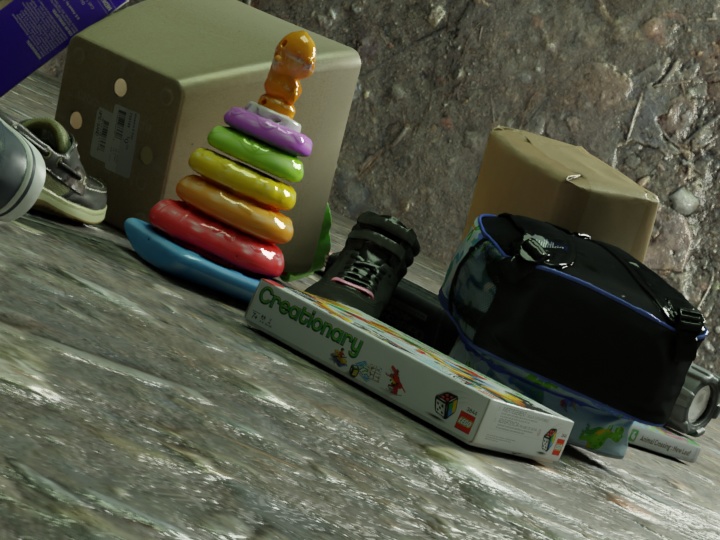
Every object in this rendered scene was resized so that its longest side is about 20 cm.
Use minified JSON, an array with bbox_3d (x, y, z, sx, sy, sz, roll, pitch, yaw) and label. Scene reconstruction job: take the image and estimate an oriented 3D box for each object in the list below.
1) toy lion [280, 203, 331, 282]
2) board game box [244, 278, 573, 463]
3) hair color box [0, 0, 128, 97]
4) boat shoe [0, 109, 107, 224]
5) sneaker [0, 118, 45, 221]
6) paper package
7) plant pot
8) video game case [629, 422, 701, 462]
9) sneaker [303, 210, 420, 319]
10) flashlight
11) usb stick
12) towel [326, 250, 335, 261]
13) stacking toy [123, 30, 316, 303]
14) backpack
[{"bbox_3d":[-0.088,-0.085,1.702,0.068,0.193,0.200,-16,4,-24],"label":"toy lion"},{"bbox_3d":[0.032,0.068,1.245,0.199,0.035,0.126,27,4,32],"label":"board game box"},{"bbox_3d":[-0.301,-0.198,1.571,0.065,0.200,0.109,53,-8,-21],"label":"hair color box"},{"bbox_3d":[-0.234,-0.079,1.356,0.073,0.065,0.200,24,2,17],"label":"boat shoe"},{"bbox_3d":[-0.289,-0.102,1.213,0.199,0.079,0.079,29,0,39],"label":"sneaker"},{"bbox_3d":[0.162,-0.003,1.626,0.103,0.201,0.191,10,14,-19],"label":"paper package"},{"bbox_3d":[-0.148,-0.116,1.547,0.199,0.201,0.177,27,22,34],"label":"plant pot"},{"bbox_3d":[0.197,0.119,1.735,0.199,0.022,0.182,28,5,41],"label":"video game case"},{"bbox_3d":[0.000,0.000,1.515,0.070,0.100,0.200,26,5,4],"label":"sneaker"},{"bbox_3d":[0.255,0.093,1.793,0.199,0.068,0.068,28,8,39],"label":"flashlight"},{"bbox_3d":[0.044,0.039,1.606,0.199,0.056,0.032,27,21,37],"label":"usb stick"},{"bbox_3d":[0.033,0.027,1.989,0.144,0.023,0.200,24,4,-45],"label":"towel"},{"bbox_3d":[-0.079,-0.083,1.367,0.109,0.201,0.116,22,3,-35],"label":"stacking toy"},{"bbox_3d":[0.147,0.044,1.431,0.182,0.148,0.200,22,13,-15],"label":"backpack"}]
